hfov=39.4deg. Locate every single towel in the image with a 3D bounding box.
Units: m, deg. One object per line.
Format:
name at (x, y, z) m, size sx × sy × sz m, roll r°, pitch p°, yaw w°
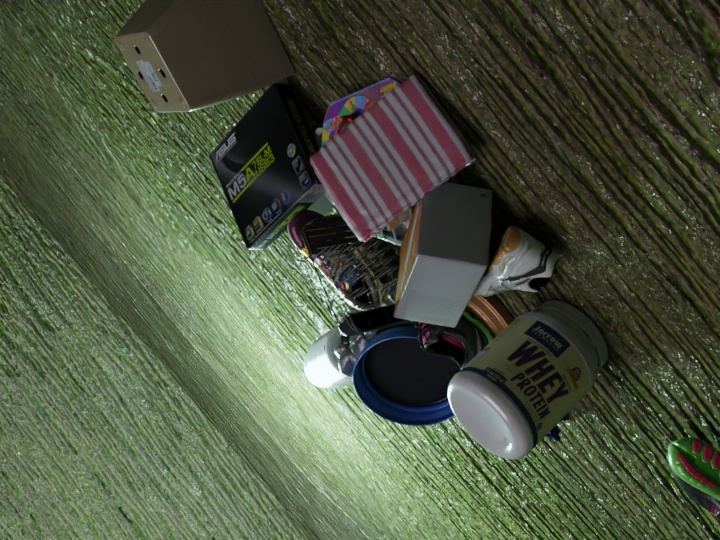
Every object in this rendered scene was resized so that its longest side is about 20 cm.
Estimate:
towel at (0.040, -0.150, 1.356) m, size 0.146 × 0.200 × 0.030 m, roll 58°, pitch -161°, yaw 11°

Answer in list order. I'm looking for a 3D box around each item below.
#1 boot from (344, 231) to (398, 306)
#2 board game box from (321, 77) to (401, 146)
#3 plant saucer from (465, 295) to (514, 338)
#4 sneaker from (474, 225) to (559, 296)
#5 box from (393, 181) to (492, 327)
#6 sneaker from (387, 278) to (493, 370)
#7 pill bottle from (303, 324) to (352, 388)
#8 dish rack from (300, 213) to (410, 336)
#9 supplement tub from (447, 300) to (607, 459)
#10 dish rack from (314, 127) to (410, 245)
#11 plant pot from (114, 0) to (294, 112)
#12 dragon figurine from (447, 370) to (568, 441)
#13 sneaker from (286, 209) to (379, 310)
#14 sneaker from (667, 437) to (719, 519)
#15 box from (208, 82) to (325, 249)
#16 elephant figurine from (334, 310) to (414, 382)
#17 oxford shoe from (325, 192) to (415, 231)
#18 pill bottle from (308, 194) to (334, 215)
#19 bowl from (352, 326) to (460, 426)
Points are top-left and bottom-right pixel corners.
boot at (0.025, -0.008, 1.688) m, size 0.200 × 0.073 × 0.156 m, roll 33°, pitch 152°, yaw 57°
board game box at (0.008, -0.176, 1.415) m, size 0.200 × 0.039 × 0.158 m, roll -15°, pitch 91°, yaw 41°
plant saucer at (0.181, 0.093, 1.621) m, size 0.200 × 0.032 × 0.200 m, roll 38°, pitch 152°, yaw 24°
sneaker at (0.213, 0.007, 1.395) m, size 0.088 × 0.076 × 0.200 m, roll 26°, pitch 166°, yaw 0°
box at (0.114, -0.020, 1.427) m, size 0.097 × 0.125 × 0.200 m, roll 10°, pitch 151°, yaw -4°
sneaker at (0.117, 0.080, 1.563) m, size 0.200 × 0.084 × 0.077 m, roll 38°, pitch 139°, yaw 22°
pill bottle at (-0.042, 0.174, 2.015) m, size 0.113 × 0.113 × 0.200 m, roll 51°, pitch 156°, yaw -1°
dish rack at (0.000, 0.000, 1.523) m, size 0.055 × 0.153 × 0.200 m, roll -37°, pitch 71°, yaw 45°
supplement tub at (0.235, 0.149, 1.401) m, size 0.145 × 0.200 × 0.145 m, roll 39°, pitch 153°, yaw 24°
dish rack at (0.020, -0.137, 1.557) m, size 0.172 × 0.044 × 0.200 m, roll 22°, pitch 143°, yaw 48°
plant pot at (-0.259, -0.349, 1.573) m, size 0.200 × 0.177 × 0.200 m, roll 11°, pitch 135°, yaw 53°
dragon figurine at (0.240, 0.200, 1.592) m, size 0.200 × 0.059 × 0.099 m, roll 39°, pitch 156°, yaw -18°
sneaker at (-0.034, -0.015, 1.585) m, size 0.200 × 0.075 × 0.090 m, roll 48°, pitch 176°, yaw -26°
sneaker at (0.488, 0.298, 1.339) m, size 0.200 × 0.077 × 0.084 m, roll 49°, pitch 177°, yaw 4°
box at (-0.147, -0.165, 1.620) m, size 0.200 × 0.047 × 0.193 m, roll -39°, pitch 67°, yaw 37°
elephant figurine at (0.067, 0.141, 1.774) m, size 0.200 × 0.142 × 0.155 m, roll 22°, pitch -157°, yaw -17°
oxford shoe at (0.000, -0.104, 1.519) m, size 0.200 × 0.058 × 0.075 m, roll 21°, pitch 143°, yaw 49°
pill bottle at (-0.130, -0.141, 1.721) m, size 0.200 × 0.114 × 0.114 m, roll 13°, pitch 136°, yaw 53°
bowl at (0.088, 0.175, 1.679) m, size 0.200 × 0.039 × 0.201 m, roll 5°, pitch 126°, yaw 6°
